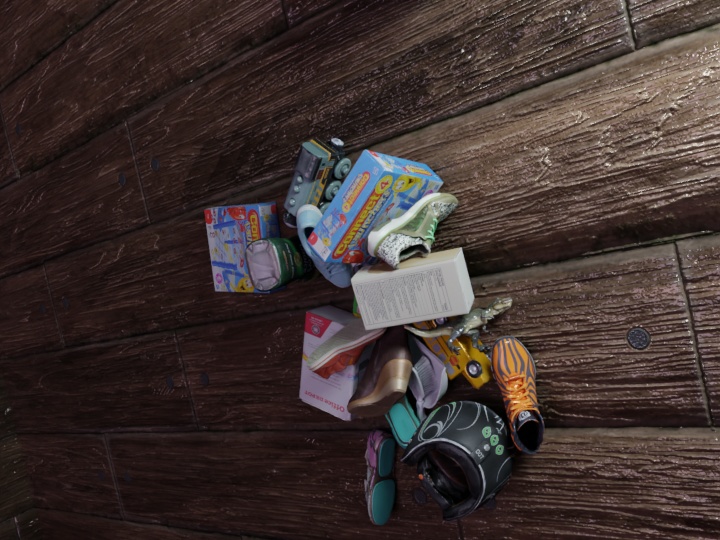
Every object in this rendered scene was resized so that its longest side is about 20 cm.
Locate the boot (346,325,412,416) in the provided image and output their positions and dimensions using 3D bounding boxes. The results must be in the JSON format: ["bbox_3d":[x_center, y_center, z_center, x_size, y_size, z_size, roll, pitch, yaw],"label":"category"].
[{"bbox_3d":[0.040,0.187,1.390,0.200,0.071,0.169,-41,37,48],"label":"boot"}]

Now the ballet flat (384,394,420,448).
[{"bbox_3d":[0.071,0.276,1.427,0.071,0.066,0.202,73,175,-52],"label":"ballet flat"}]

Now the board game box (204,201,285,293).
[{"bbox_3d":[-0.271,-0.052,1.652,0.194,0.056,0.204,0,99,40],"label":"board game box"}]

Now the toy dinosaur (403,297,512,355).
[{"bbox_3d":[0.181,0.107,1.250,0.048,0.197,0.089,77,178,-48],"label":"toy dinosaur"}]

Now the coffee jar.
[{"bbox_3d":[-0.149,-0.020,1.466,0.084,0.199,0.106,-15,90,26],"label":"coffee jar"}]

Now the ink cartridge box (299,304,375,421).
[{"bbox_3d":[-0.047,0.192,1.502,0.146,0.085,0.203,18,111,34],"label":"ink cartridge box"}]

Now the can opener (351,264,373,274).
[{"bbox_3d":[0.000,0.000,1.399,0.053,0.066,0.202,-40,68,39],"label":"can opener"}]

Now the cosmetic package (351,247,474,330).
[{"bbox_3d":[0.093,0.034,1.261,0.197,0.071,0.107,-10,106,22],"label":"cosmetic package"}]

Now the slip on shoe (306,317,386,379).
[{"bbox_3d":[-0.020,0.151,1.387,0.199,0.075,0.061,-36,113,27],"label":"slip on shoe"}]

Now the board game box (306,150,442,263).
[{"bbox_3d":[0.028,-0.106,1.272,0.056,0.194,0.201,47,116,27],"label":"board game box"}]

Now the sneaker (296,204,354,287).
[{"bbox_3d":[-0.075,-0.031,1.426,0.073,0.082,0.201,-25,120,16],"label":"sneaker"}]

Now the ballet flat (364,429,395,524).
[{"bbox_3d":[0.037,0.434,1.508,0.071,0.068,0.204,15,106,55],"label":"ballet flat"}]

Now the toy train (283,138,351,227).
[{"bbox_3d":[-0.096,-0.176,1.442,0.085,0.113,0.202,40,122,26],"label":"toy train"}]

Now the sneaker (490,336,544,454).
[{"bbox_3d":[0.278,0.217,1.212,0.076,0.112,0.203,-17,96,7],"label":"sneaker"}]

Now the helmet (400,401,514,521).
[{"bbox_3d":[0.182,0.332,1.277,0.197,0.190,0.204,8,107,27],"label":"helmet"}]

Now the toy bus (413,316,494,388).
[{"bbox_3d":[0.171,0.130,1.321,0.078,0.065,0.201,-44,71,36],"label":"toy bus"}]

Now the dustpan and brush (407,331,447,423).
[{"bbox_3d":[0.122,0.234,1.381,0.139,0.057,0.202,40,154,49],"label":"dustpan and brush"}]

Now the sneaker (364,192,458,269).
[{"bbox_3d":[0.106,-0.062,1.261,0.089,0.199,0.077,48,160,27],"label":"sneaker"}]

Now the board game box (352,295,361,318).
[{"bbox_3d":[0.035,0.009,1.432,0.095,0.030,0.203,20,109,36],"label":"board game box"}]
